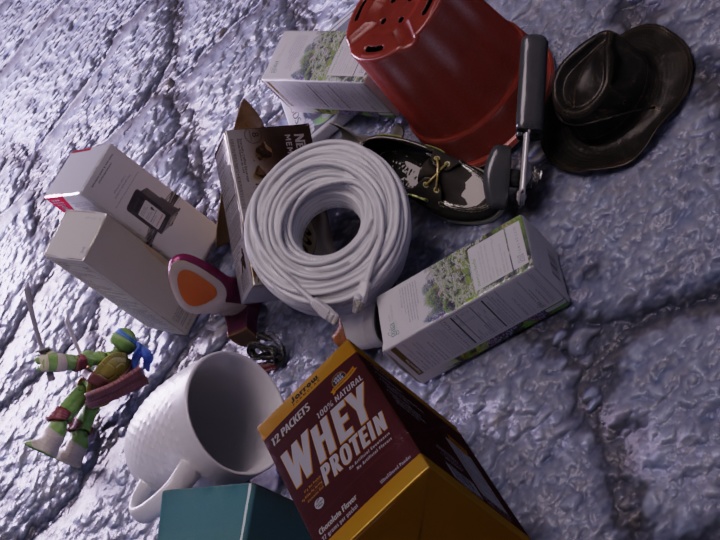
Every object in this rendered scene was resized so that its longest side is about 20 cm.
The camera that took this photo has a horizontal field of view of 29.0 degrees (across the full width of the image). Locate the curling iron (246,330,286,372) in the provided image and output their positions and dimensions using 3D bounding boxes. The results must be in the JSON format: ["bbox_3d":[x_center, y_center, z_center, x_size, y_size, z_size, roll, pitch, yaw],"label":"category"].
[{"bbox_3d":[-0.169,0.124,1.754,0.199,0.025,0.050,-24,83,34],"label":"curling iron"}]

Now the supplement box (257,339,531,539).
[{"bbox_3d":[0.034,0.214,1.363,0.133,0.197,0.200,-44,39,7],"label":"supplement box"}]

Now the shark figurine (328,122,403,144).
[{"bbox_3d":[-0.031,-0.153,1.795,0.212,0.089,0.129,-4,56,39],"label":"shark figurine"}]

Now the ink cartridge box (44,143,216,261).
[{"bbox_3d":[-0.309,-0.077,1.893,0.145,0.199,0.084,0,56,57],"label":"ink cartridge box"}]

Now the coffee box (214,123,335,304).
[{"bbox_3d":[-0.104,-0.071,1.709,0.080,0.111,0.203,131,130,-66],"label":"coffee box"}]

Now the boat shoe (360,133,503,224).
[{"bbox_3d":[0.082,-0.109,1.646,0.200,0.060,0.072,23,85,36],"label":"boat shoe"}]

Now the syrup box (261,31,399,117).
[{"bbox_3d":[-0.029,-0.260,1.829,0.198,0.081,0.079,9,67,45],"label":"syrup box"}]

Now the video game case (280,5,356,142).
[{"bbox_3d":[-0.028,-0.277,1.933,0.199,0.023,0.183,-37,42,16],"label":"video game case"}]

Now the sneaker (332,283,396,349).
[{"bbox_3d":[0.000,0.000,1.655,0.084,0.073,0.202,-13,54,33],"label":"sneaker"}]

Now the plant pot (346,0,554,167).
[{"bbox_3d":[0.098,-0.257,1.659,0.199,0.195,0.203,-26,45,29],"label":"plant pot"}]

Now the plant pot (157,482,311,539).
[{"bbox_3d":[-0.134,0.347,1.475,0.140,0.141,0.203,-11,61,38],"label":"plant pot"}]

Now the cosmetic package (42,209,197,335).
[{"bbox_3d":[-0.309,0.004,1.844,0.103,0.200,0.074,8,65,45],"label":"cosmetic package"}]

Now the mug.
[{"bbox_3d":[-0.203,0.210,1.614,0.175,0.148,0.201,-30,21,42],"label":"mug"}]

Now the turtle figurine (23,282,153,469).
[{"bbox_3d":[-0.393,0.150,1.863,0.196,0.198,0.144,-66,8,-13],"label":"turtle figurine"}]

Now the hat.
[{"bbox_3d":[0.268,-0.211,1.559,0.199,0.081,0.203,-26,44,28],"label":"hat"}]

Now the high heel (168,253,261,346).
[{"bbox_3d":[-0.180,0.010,1.722,0.067,0.200,0.097,-23,52,20],"label":"high heel"}]

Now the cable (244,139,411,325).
[{"bbox_3d":[-0.035,-0.048,1.600,0.199,0.069,0.201,29,79,25],"label":"cable"}]

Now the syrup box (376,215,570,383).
[{"bbox_3d":[0.119,0.034,1.512,0.199,0.081,0.079,-31,42,23],"label":"syrup box"}]

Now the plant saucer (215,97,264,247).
[{"bbox_3d":[-0.158,-0.127,1.857,0.035,0.201,0.202,11,59,-2],"label":"plant saucer"}]

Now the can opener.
[{"bbox_3d":[0.181,-0.169,1.578,0.065,0.053,0.203,8,78,6],"label":"can opener"}]
